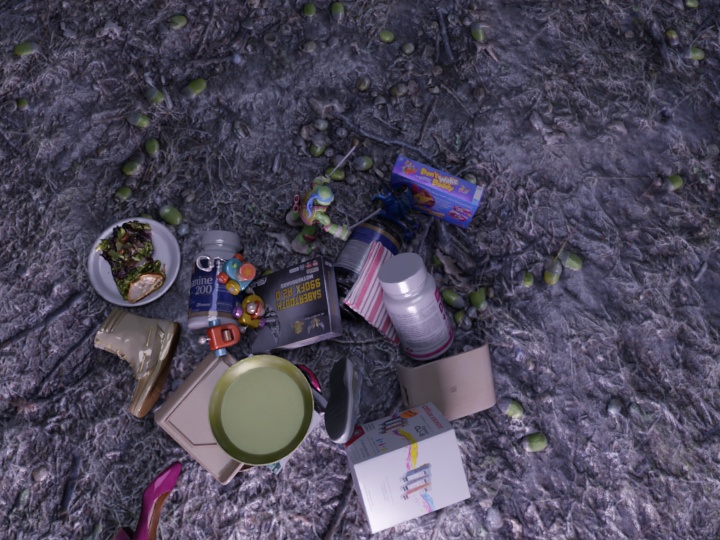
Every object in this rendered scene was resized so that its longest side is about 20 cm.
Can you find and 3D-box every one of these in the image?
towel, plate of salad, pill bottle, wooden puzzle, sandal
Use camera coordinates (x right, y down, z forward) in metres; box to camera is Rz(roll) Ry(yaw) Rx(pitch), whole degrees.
[{"bbox_3d":[0.052,0.050,1.331,0.030,0.200,0.148,9,65,41],"label":"towel"},{"bbox_3d":[-0.487,-0.023,1.378,0.197,0.048,0.203,1,72,-2],"label":"plate of salad"},{"bbox_3d":[-0.297,0.025,1.339,0.109,0.111,0.203,1,72,-3],"label":"pill bottle"},{"bbox_3d":[-0.266,0.274,1.235,0.199,0.037,0.185,38,75,14],"label":"wooden puzzle"},{"bbox_3d":[-0.102,0.232,1.308,0.200,0.075,0.045,42,77,2],"label":"sandal"},{"bbox_3d":[0.110,0.072,1.293,0.112,0.202,0.114,-17,33,11],"label":"pill bottle"},{"bbox_3d":[0.000,0.000,1.365,0.111,0.112,0.202,26,73,5],"label":"pill bottle"}]

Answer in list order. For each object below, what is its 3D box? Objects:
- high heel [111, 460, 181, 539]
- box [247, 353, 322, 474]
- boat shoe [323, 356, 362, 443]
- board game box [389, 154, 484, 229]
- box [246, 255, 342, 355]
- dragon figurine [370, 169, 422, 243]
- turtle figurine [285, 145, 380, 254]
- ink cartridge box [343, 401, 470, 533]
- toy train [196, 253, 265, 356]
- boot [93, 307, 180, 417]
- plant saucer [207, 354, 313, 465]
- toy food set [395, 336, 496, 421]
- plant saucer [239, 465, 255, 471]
[{"bbox_3d":[-0.379,0.466,1.216,0.096,0.067,0.201,33,88,18],"label":"high heel"},{"bbox_3d":[-0.196,0.287,1.301,0.199,0.036,0.145,38,74,10],"label":"box"},{"bbox_3d":[-0.025,0.256,1.258,0.064,0.203,0.074,36,115,-22],"label":"boat shoe"},{"bbox_3d":[0.161,-0.170,1.417,0.197,0.135,0.045,22,72,4],"label":"board game box"},{"bbox_3d":[-0.139,0.076,1.316,0.198,0.048,0.161,-17,70,26],"label":"box"},{"bbox_3d":[0.079,-0.147,1.395,0.098,0.202,0.059,14,52,25],"label":"dragon figurine"},{"bbox_3d":[-0.069,-0.124,1.370,0.144,0.194,0.200,49,51,-3],"label":"turtle figurine"},{"bbox_3d":[0.083,0.364,1.212,0.197,0.145,0.147,-16,102,-9],"label":"ink cartridge box"},{"bbox_3d":[-0.249,0.059,1.258,0.149,0.055,0.203,-3,80,-43],"label":"toy train"},{"bbox_3d":[-0.467,0.182,1.299,0.153,0.073,0.203,15,70,1],"label":"boot"},{"bbox_3d":[-0.184,0.260,1.202,0.196,0.031,0.203,-1,70,1],"label":"plant saucer"},{"bbox_3d":[0.179,0.226,1.309,0.197,0.060,0.146,-16,112,-10],"label":"toy food set"},{"bbox_3d":[-0.240,0.289,1.263,0.197,0.035,0.204,1,73,-2],"label":"plant saucer"}]
